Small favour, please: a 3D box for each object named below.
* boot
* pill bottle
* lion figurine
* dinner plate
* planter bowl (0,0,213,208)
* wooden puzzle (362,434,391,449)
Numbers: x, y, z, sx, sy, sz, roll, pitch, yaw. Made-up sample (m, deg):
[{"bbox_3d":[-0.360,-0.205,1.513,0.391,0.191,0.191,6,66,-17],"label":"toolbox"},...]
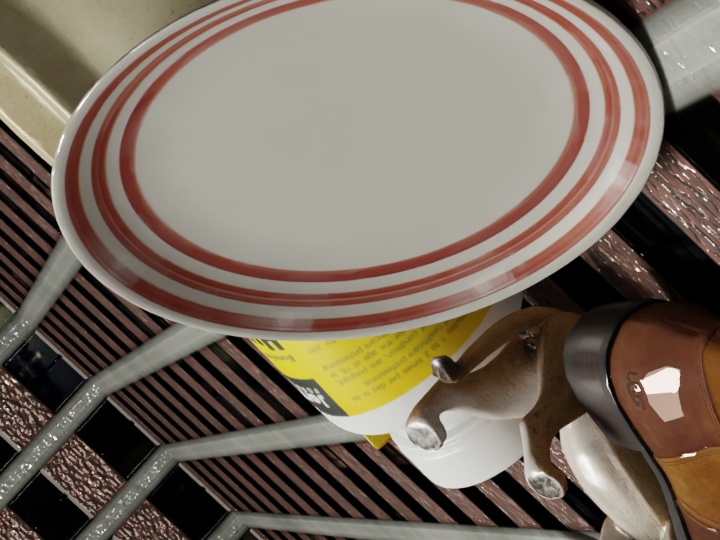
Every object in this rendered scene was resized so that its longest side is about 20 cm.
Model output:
[{"bbox_3d":[0.188,0.079,0.875,0.188,0.068,0.200,54,158,-19],"label":"boot"},{"bbox_3d":[0.000,0.000,1.032,0.200,0.111,0.111,47,168,-24],"label":"pill bottle"},{"bbox_3d":[0.104,0.073,0.987,0.072,0.123,0.200,-8,126,42],"label":"lion figurine"},{"bbox_3d":[-0.001,-0.040,0.779,0.200,0.200,0.024,57,-162,-53],"label":"dinner plate"},{"bbox_3d":[-0.072,-0.101,0.840,0.200,0.135,0.200,40,169,9],"label":"planter bowl"},{"bbox_3d":[-0.029,0.043,1.418,0.200,0.037,0.185,43,179,-8],"label":"wooden puzzle"}]
